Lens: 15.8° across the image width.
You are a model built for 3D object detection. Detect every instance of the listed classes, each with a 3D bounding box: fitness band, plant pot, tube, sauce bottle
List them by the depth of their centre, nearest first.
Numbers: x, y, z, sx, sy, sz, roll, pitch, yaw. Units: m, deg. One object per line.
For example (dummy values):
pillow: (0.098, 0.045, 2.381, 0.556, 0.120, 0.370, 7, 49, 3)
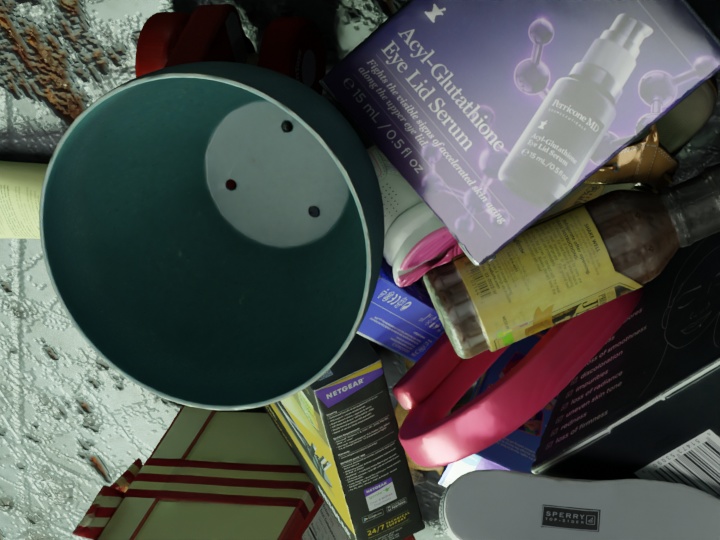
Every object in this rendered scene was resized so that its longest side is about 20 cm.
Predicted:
plant pot: (-0.069, -0.036, 1.510, 0.199, 0.135, 0.201, 6, 111, 17)
sauce bottle: (0.140, -0.010, 1.585, 0.199, 0.065, 0.065, -23, 125, 0)
fitness band: (0.099, 0.052, 1.656, 0.143, 0.200, 0.037, -12, 118, 54)
tube: (-0.208, -0.050, 1.829, 0.199, 0.052, 0.058, 2, 90, 26)

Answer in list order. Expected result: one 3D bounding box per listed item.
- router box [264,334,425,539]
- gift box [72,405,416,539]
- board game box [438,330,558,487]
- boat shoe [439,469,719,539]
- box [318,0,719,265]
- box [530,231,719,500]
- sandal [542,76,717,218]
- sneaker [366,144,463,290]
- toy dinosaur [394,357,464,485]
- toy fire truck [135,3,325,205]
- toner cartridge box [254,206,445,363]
router box: (-0.031, 0.075, 1.769, 0.052, 0.200, 0.158, -24, 129, -11)
gift box: (-0.093, 0.217, 1.912, 0.186, 0.200, 0.185, 0, 127, 35)
board game box: (0.167, 0.128, 1.766, 0.199, 0.135, 0.045, 26, 136, 0)
boat shoe: (0.147, 0.158, 1.577, 0.199, 0.069, 0.057, 11, 169, 5)
box: (0.102, -0.127, 1.509, 0.200, 0.104, 0.148, -41, 93, 19)
box: (0.234, 0.057, 1.624, 0.124, 0.197, 0.200, 39, 134, -16)
sandal: (0.161, -0.066, 1.625, 0.081, 0.055, 0.200, 13, 141, -23)
sneaker: (0.040, -0.045, 1.651, 0.081, 0.200, 0.088, -39, 82, 6)
toy dinosaur: (0.048, 0.103, 1.847, 0.106, 0.060, 0.200, 14, 135, 13)
toy fire truck: (-0.093, -0.067, 1.671, 0.112, 0.168, 0.200, 5, 133, 20)
toner cartridge box: (0.000, 0.000, 1.673, 0.043, 0.200, 0.095, -41, 70, 6)
